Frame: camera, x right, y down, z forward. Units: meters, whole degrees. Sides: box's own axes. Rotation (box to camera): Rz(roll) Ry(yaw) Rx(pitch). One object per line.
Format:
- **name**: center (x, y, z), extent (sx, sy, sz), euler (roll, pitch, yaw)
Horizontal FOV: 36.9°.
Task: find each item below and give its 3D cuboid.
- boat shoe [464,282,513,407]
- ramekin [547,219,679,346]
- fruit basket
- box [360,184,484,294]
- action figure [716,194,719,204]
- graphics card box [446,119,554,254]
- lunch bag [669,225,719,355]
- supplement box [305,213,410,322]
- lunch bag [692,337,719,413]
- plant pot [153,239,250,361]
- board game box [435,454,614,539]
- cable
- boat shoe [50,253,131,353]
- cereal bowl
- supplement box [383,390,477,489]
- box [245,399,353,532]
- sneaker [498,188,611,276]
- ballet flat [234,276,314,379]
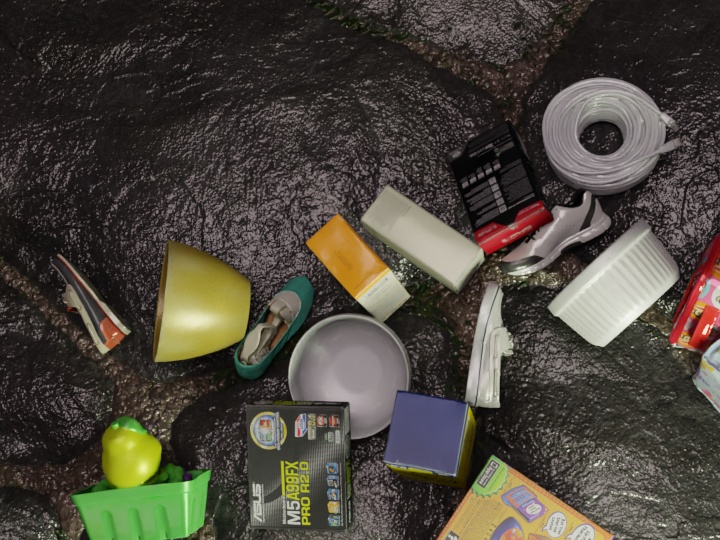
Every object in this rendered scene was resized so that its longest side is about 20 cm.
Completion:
- **boat shoe**: center (0.213, 0.120, 1.724), extent (0.066, 0.072, 0.201), euler (9, 76, 8)
- **ramekin**: center (0.396, 0.026, 1.658), extent (0.200, 0.200, 0.105), euler (-42, 80, -4)
- **fruit basket**: center (-0.352, 0.327, 1.713), extent (0.215, 0.156, 0.216), euler (0, 88, 8)
- **box**: center (0.104, -0.052, 1.796), extent (0.200, 0.068, 0.082), euler (37, 83, 18)
- **action figure**: center (0.658, -0.144, 1.710), extent (0.193, 0.105, 0.201), euler (-12, 73, -4)
- **graphics card box**: center (0.226, -0.138, 1.767), extent (0.125, 0.051, 0.200), euler (-29, 53, 18)
- **lunch bag**: center (0.529, 0.038, 1.613), extent (0.082, 0.200, 0.176), euler (24, 61, 15)
- **supplement box**: center (0.000, 0.000, 1.728), extent (0.074, 0.200, 0.126), euler (-42, 72, -1)
- **lunch bag**: center (0.608, 0.126, 1.597), extent (0.200, 0.170, 0.127), euler (-38, 69, -3)
- **plant pot**: center (-0.259, 0.058, 1.779), extent (0.142, 0.200, 0.201), euler (7, 73, -13)
- **board game box**: center (0.224, 0.415, 1.561), extent (0.200, 0.200, 0.200), euler (33, 81, 18)
- **cable**: center (0.404, -0.225, 1.796), extent (0.200, 0.069, 0.200), euler (-34, 70, -1)
- **boat shoe**: center (-0.480, 0.055, 1.869), extent (0.063, 0.071, 0.200), euler (-42, 75, -1)
- **cereal bowl**: center (-0.011, 0.165, 1.728), extent (0.199, 0.083, 0.201), euler (1, 94, 14)
- **supplement box**: center (0.109, 0.259, 1.629), extent (0.109, 0.200, 0.110), euler (9, 75, 13)
- **box**: center (-0.095, 0.306, 1.694), extent (0.160, 0.044, 0.201), euler (0, 95, 12)
- **sneaker**: center (0.305, -0.062, 1.749), extent (0.200, 0.074, 0.080), euler (-32, 109, -7)
- **ballet flat**: center (-0.143, 0.091, 1.795), extent (0.067, 0.070, 0.200), euler (30, 80, 17)
